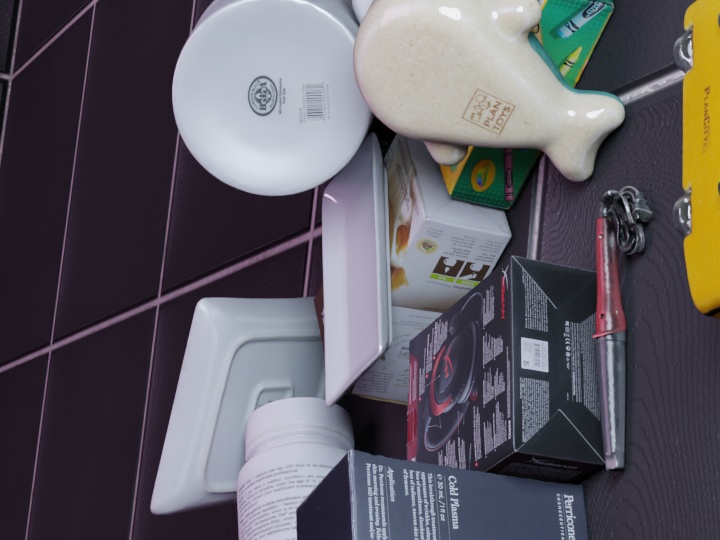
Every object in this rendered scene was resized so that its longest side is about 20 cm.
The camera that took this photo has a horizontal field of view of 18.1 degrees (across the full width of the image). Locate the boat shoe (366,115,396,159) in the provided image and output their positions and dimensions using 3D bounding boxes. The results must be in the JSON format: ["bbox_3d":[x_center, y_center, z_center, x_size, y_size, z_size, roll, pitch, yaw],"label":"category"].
[{"bbox_3d":[0.033,-0.112,1.936,0.074,0.063,0.202,-107,32,-48],"label":"boat shoe"}]

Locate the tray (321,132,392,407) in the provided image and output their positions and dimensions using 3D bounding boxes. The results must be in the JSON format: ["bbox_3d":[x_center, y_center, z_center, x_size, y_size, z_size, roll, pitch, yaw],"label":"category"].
[{"bbox_3d":[0.000,0.000,1.796,0.107,0.022,0.201,131,144,-54],"label":"tray"}]

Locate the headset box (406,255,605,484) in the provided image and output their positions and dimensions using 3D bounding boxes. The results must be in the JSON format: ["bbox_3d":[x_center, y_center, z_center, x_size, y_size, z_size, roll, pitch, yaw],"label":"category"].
[{"bbox_3d":[0.098,0.097,1.648,0.200,0.075,0.149,136,139,-57],"label":"headset box"}]

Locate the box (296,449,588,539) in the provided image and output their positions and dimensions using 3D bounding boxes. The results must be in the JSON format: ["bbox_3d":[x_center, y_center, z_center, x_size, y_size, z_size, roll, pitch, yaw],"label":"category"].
[{"bbox_3d":[0.059,0.243,1.534,0.104,0.182,0.201,128,146,-52],"label":"box"}]

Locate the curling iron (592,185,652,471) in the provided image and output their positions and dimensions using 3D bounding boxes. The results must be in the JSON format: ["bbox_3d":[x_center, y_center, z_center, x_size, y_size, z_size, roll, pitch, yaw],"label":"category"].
[{"bbox_3d":[0.174,0.037,1.547,0.050,0.025,0.201,154,124,-68],"label":"curling iron"}]

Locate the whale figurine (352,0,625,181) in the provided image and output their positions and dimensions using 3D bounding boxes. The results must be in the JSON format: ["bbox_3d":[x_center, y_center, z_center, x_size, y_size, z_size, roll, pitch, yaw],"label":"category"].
[{"bbox_3d":[0.095,-0.145,1.641,0.104,0.200,0.159,-65,1,-53],"label":"whale figurine"}]

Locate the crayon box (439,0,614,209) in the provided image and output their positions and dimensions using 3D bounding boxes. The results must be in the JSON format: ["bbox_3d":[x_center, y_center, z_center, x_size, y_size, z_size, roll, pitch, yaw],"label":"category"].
[{"bbox_3d":[0.117,-0.163,1.742,0.119,0.058,0.200,-104,32,-48],"label":"crayon box"}]

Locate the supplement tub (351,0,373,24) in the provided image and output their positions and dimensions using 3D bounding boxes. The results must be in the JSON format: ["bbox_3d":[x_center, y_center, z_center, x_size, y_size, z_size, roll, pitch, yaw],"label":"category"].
[{"bbox_3d":[0.049,-0.279,1.851,0.200,0.145,0.145,-106,33,-49],"label":"supplement tub"}]

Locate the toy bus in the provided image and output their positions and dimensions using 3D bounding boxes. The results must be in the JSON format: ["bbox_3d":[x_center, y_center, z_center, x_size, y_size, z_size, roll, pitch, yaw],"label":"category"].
[{"bbox_3d":[0.237,-0.073,1.362,0.065,0.078,0.201,144,132,-62],"label":"toy bus"}]

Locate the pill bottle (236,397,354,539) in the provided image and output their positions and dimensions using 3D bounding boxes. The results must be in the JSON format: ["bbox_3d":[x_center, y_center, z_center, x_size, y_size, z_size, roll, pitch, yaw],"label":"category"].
[{"bbox_3d":[-0.048,0.217,1.918,0.113,0.113,0.201,126,147,-49],"label":"pill bottle"}]

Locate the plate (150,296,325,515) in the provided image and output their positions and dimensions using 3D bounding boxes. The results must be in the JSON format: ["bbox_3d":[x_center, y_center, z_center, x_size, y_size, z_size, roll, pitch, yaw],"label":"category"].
[{"bbox_3d":[-0.091,0.122,2.009,0.032,0.199,0.201,22,103,35],"label":"plate"}]

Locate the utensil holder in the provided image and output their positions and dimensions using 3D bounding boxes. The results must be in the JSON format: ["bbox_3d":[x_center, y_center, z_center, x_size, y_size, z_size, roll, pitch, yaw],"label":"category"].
[{"bbox_3d":[-0.068,-0.151,1.824,0.200,0.169,0.170,-81,5,-80],"label":"utensil holder"}]

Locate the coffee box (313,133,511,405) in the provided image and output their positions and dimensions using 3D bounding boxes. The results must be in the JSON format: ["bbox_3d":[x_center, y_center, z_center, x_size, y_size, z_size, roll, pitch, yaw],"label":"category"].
[{"bbox_3d":[0.039,-0.001,1.840,0.115,0.079,0.200,-103,31,-46],"label":"coffee box"}]
